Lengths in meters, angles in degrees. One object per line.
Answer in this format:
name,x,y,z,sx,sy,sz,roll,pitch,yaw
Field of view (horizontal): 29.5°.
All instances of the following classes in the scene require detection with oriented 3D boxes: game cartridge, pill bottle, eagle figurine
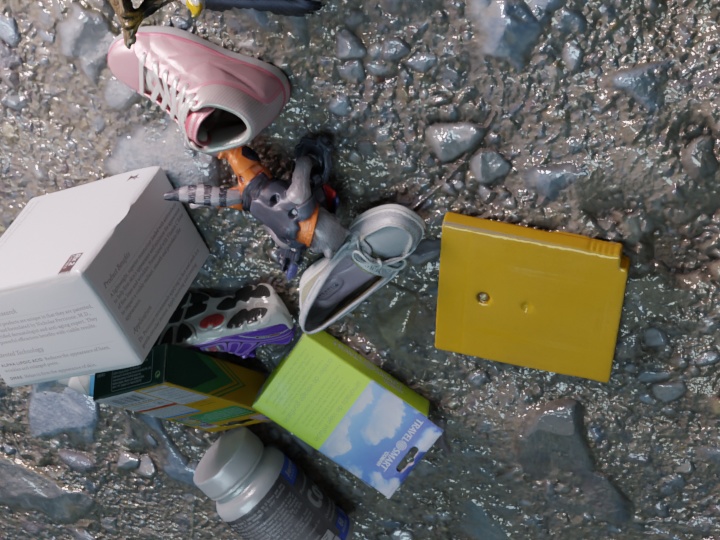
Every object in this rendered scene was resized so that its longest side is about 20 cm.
game cartridge,0.180,0.029,1.456,0.197,0.033,0.178,10,130,11
pill bottle,-0.111,0.297,1.732,0.113,0.114,0.200,-29,113,37
eagle figurine,-0.146,-0.286,1.285,0.198,0.152,0.152,-22,166,2

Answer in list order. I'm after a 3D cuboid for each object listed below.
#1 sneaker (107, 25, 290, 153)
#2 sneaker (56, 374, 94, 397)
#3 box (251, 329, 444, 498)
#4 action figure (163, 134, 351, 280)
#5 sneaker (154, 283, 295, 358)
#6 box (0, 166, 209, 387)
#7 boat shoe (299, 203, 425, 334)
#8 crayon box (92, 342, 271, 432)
sneaker,-0.178,-0.181,1.377,0.198,0.105,0.076,16,134,10
sneaker,-0.306,0.088,1.674,0.080,0.077,0.200,26,139,-12
box,-0.013,0.164,1.607,0.199,0.048,0.122,34,112,-7
action figure,-0.103,-0.057,1.452,0.192,0.105,0.202,22,132,15
sneaker,-0.165,0.077,1.603,0.198,0.081,0.084,-7,137,30
box,-0.307,0.007,1.515,0.198,0.200,0.132,-11,123,29
boat shoe,-0.002,0.000,1.469,0.074,0.065,0.201,30,136,-25
crayon box,-0.204,0.143,1.637,0.125,0.052,0.199,-16,154,36
